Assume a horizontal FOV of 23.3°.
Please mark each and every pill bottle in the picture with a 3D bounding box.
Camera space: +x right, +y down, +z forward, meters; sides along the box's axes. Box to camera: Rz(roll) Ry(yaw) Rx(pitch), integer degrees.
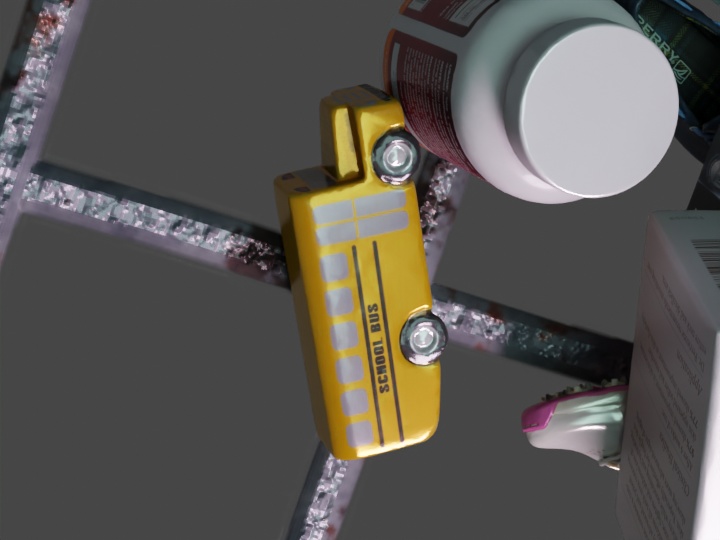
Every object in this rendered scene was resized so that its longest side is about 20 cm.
[{"bbox_3d":[0.088,-0.099,0.931,0.112,0.200,0.114,-4,105,-15],"label":"pill bottle"}]

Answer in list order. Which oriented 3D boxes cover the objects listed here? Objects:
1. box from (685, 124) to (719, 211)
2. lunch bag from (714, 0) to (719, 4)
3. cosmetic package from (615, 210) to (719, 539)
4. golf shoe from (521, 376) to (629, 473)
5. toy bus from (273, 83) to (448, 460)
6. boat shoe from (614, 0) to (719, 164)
[{"bbox_3d":[0.287,-0.012,1.059,0.198,0.044,0.161,0,131,-18],"label":"box"},{"bbox_3d":[0.297,-0.193,1.027,0.199,0.077,0.161,24,95,-19],"label":"lunch bag"},{"bbox_3d":[0.240,0.089,0.947,0.165,0.168,0.202,1,114,-4],"label":"cosmetic package"},{"bbox_3d":[0.195,0.111,1.071,0.198,0.075,0.092,1,79,-16],"label":"golf shoe"},{"bbox_3d":[0.000,0.000,1.003,0.078,0.065,0.202,-13,107,-11],"label":"toy bus"},{"bbox_3d":[0.211,-0.100,1.037,0.199,0.069,0.085,29,95,-21],"label":"boat shoe"}]
